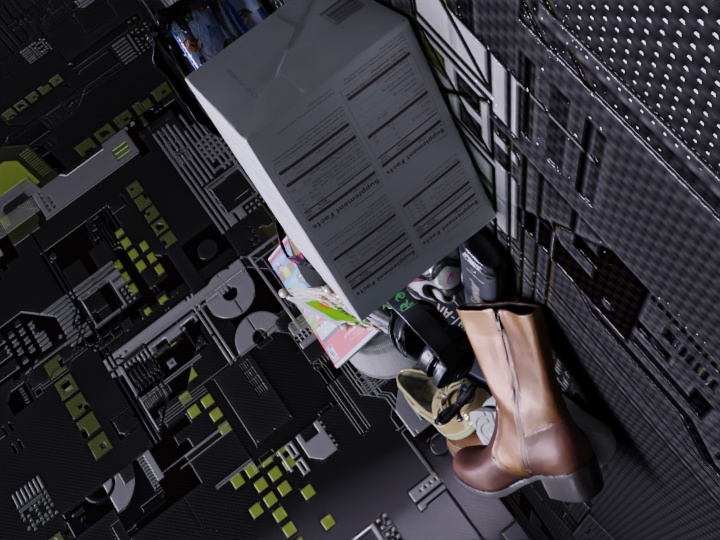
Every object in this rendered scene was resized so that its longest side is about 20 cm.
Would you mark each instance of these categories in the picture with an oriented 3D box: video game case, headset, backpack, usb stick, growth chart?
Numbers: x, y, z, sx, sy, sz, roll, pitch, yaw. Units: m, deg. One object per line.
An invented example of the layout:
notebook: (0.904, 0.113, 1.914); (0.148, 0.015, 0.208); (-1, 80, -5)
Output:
video game case: (-0.051, 0.028, 1.324); (0.201, 0.017, 0.143); (57, 137, 11)
headset: (0.072, 0.091, 0.988); (0.200, 0.094, 0.123); (48, 175, -38)
backpack: (-0.162, -0.254, 1.121); (0.192, 0.153, 0.200); (64, 178, -18)
usb stick: (0.125, 0.015, 0.908); (0.056, 0.032, 0.200); (53, 175, 21)
growth chart: (-0.025, 0.053, 1.191); (0.144, 0.018, 0.199); (29, 166, -22)

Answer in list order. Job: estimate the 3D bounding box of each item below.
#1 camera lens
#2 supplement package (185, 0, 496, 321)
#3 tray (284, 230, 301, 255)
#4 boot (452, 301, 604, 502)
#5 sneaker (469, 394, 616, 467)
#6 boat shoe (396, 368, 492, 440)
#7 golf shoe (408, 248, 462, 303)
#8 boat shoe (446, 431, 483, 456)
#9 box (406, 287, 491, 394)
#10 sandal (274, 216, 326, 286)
camera lens: (0.029, 0.071, 1.448); (0.160, 0.159, 0.201); (50, 174, 32)
supplement package: (-0.014, -0.101, 0.746); (0.152, 0.150, 0.201); (46, 171, 51)
tray: (-0.085, -0.134, 1.253); (0.037, 0.098, 0.202); (-28, 86, 58)
boot: (0.133, 0.130, 0.900); (0.187, 0.068, 0.202); (-5, 112, 57)
sneaker: (0.203, 0.159, 0.969); (0.199, 0.080, 0.077); (3, 118, 59)
boat shoe: (0.102, 0.160, 1.144); (0.063, 0.074, 0.200); (38, 173, -14)
golf shoe: (0.071, 0.000, 1.017); (0.200, 0.072, 0.093); (106, 138, -85)
boat shoe: (0.179, 0.197, 1.088); (0.198, 0.072, 0.068); (-6, 135, 42)
box: (0.138, 0.112, 1.137); (0.159, 0.044, 0.201); (30, 162, 33)
sandal: (-0.097, -0.059, 1.286); (0.075, 0.045, 0.202); (-22, 91, 47)
